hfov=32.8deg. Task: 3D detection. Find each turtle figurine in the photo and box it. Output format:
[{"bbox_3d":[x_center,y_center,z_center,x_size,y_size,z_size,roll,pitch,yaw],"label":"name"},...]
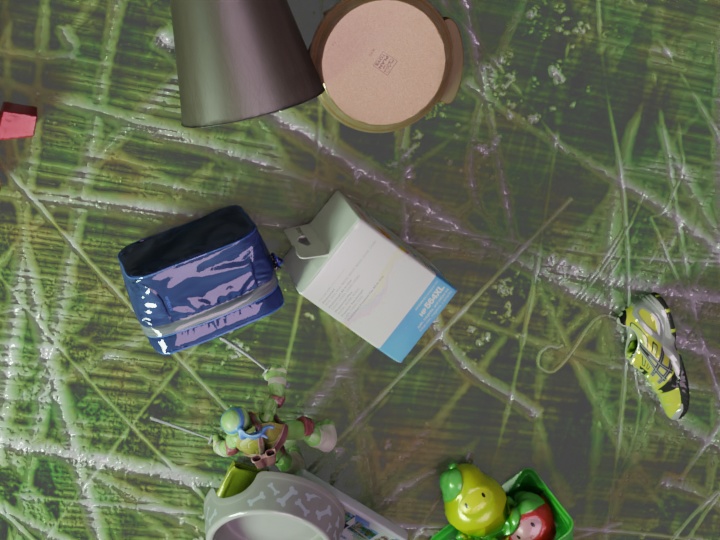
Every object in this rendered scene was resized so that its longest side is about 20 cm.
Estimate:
[{"bbox_3d":[-0.137,0.196,1.671,0.194,0.200,0.144,36,74,-44],"label":"turtle figurine"}]

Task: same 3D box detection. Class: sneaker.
[{"bbox_3d":[0.434,0.132,1.818,0.076,0.075,0.201,-19,104,0],"label":"sneaker"}]

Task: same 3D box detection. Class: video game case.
[{"bbox_3d":[-0.065,0.375,1.746,0.200,0.022,0.182,35,124,-24],"label":"video game case"}]

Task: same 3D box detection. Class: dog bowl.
[{"bbox_3d":[-0.121,0.357,1.673,0.199,0.059,0.201,2,135,2],"label":"dog bowl"}]

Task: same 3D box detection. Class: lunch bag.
[{"bbox_3d":[-0.192,0.015,1.551,0.199,0.136,0.133,-21,115,-9],"label":"lunch bag"}]

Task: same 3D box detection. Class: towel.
[{"bbox_3d":[-0.111,0.340,1.763,0.199,0.018,0.086,22,102,-22],"label":"towel"}]

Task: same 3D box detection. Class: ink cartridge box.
[{"bbox_3d":[0.000,0.000,1.604,0.200,0.129,0.125,36,97,-25],"label":"ink cartridge box"}]

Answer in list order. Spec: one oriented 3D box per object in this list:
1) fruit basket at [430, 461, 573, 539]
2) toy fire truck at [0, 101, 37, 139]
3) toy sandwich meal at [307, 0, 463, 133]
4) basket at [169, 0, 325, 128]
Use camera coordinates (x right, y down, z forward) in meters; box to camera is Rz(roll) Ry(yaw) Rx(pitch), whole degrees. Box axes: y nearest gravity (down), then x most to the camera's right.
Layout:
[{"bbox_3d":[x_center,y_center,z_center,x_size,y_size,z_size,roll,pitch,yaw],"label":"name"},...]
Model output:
[{"bbox_3d":[0.196,0.376,1.805,0.215,0.156,0.216,-15,130,-19],"label":"fruit basket"},{"bbox_3d":[-0.475,-0.232,1.423,0.199,0.049,0.142,5,110,-17],"label":"toy fire truck"},{"bbox_3d":[0.030,-0.271,1.548,0.204,0.070,0.206,-4,113,-10],"label":"toy sandwich meal"},{"bbox_3d":[-0.150,-0.290,1.453,0.180,0.136,0.201,-14,110,-5],"label":"basket"}]
